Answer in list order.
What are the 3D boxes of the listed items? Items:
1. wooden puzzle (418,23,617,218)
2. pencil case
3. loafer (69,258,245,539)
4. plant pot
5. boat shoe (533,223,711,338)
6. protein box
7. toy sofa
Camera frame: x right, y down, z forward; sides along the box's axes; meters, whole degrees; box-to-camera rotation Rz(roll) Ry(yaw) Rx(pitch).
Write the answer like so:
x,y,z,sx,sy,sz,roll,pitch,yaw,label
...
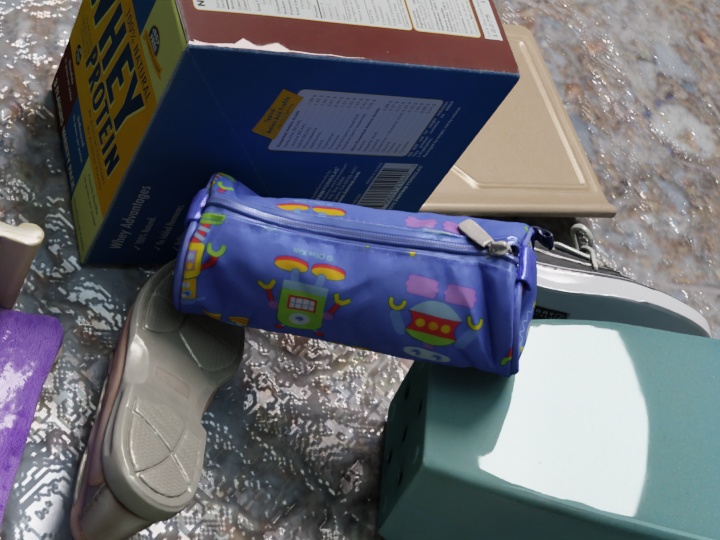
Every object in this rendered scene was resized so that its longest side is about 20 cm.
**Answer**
x,y,z,sx,sy,sz,roll,pitch,yaw,label
0.071,-0.108,0.983,0.183,0.037,0.201,0,52,-29,wooden puzzle
0.000,0.000,0.730,0.198,0.087,0.078,10,50,5,pencil case
-0.113,0.065,0.741,0.072,0.063,0.201,42,28,-20,loafer
0.118,0.114,0.789,0.198,0.142,0.142,14,52,-10,plant pot
0.137,0.013,0.912,0.197,0.074,0.068,11,46,-3,boat shoe
-0.053,-0.110,0.805,0.198,0.199,0.136,1,57,-28,protein box
-0.203,0.071,0.674,0.097,0.083,0.201,20,51,-14,toy sofa
